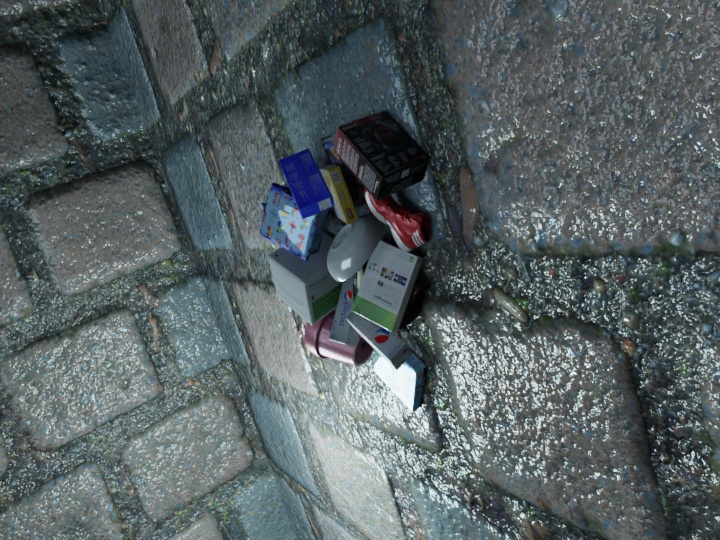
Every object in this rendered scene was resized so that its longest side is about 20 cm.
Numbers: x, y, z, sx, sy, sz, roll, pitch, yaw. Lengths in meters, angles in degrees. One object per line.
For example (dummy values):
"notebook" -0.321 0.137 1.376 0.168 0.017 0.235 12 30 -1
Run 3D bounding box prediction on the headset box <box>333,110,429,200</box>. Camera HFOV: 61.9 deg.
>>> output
"headset box" 0.041 -0.276 1.388 0.201 0.146 0.076 50 148 24

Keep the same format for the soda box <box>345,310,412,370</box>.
"soda box" 0.048 0.175 1.623 0.199 0.064 0.068 41 171 38

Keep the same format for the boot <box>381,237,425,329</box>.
"boot" 0.089 0.033 1.632 0.201 0.063 0.189 50 143 27

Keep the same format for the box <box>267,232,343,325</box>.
"box" -0.142 0.012 1.830 0.198 0.197 0.175 32 143 39

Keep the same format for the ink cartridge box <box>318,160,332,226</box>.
"ink cartridge box" -0.134 -0.213 1.778 0.117 0.067 0.201 54 149 19

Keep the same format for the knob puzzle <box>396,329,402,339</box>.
"knob puzzle" 0.072 0.112 1.652 0.220 0.030 0.225 -20 -89 -89

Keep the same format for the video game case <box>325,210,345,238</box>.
"video game case" -0.101 -0.153 1.858 0.181 0.022 0.205 7 117 59

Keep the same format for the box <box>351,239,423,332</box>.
"box" 0.067 0.038 1.553 0.142 0.036 0.205 24 96 35

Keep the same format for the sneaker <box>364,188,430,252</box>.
"sneaker" 0.102 -0.145 1.456 0.201 0.079 0.114 49 145 -17

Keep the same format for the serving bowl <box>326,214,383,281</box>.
"serving bowl" -0.028 -0.072 1.604 0.065 0.203 0.199 36 159 -21

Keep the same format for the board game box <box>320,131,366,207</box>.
"board game box" -0.006 -0.273 1.563 0.198 0.061 0.205 -3 110 60

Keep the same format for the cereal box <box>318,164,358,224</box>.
"cereal box" -0.061 -0.207 1.599 0.200 0.039 0.147 -133 21 -74

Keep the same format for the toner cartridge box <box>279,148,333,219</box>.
"toner cartridge box" -0.149 -0.239 1.635 0.044 0.093 0.203 77 170 -54

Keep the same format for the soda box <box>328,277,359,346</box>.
"soda box" -0.028 0.116 1.768 0.067 0.063 0.206 9 83 36

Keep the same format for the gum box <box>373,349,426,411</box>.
"gum box" 0.114 0.295 1.802 0.200 0.044 0.173 42 144 39

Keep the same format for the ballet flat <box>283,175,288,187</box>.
"ballet flat" -0.191 -0.200 1.746 0.069 0.068 0.205 -5 107 60

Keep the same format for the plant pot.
"plant pot" -0.052 0.204 1.889 0.176 0.199 0.204 25 134 29

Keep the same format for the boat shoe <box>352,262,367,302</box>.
"boat shoe" 0.001 0.001 1.695 0.064 0.071 0.208 1 95 33

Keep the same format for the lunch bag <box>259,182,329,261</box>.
"lunch bag" -0.202 -0.145 1.695 0.196 0.094 0.154 24 115 13
